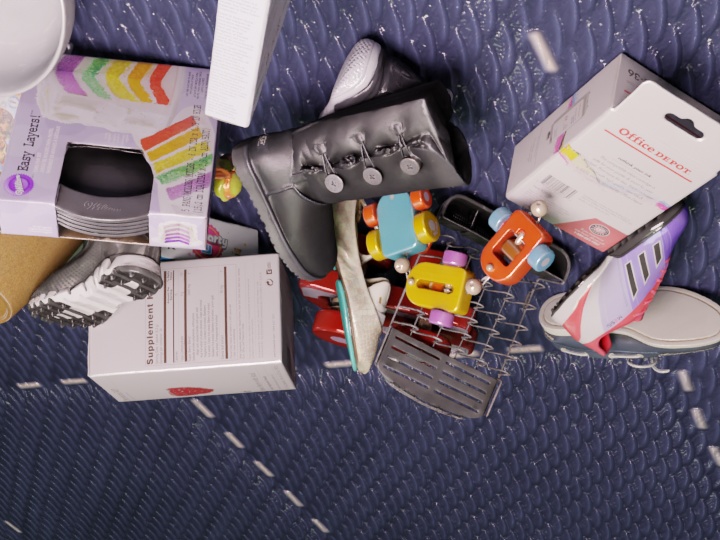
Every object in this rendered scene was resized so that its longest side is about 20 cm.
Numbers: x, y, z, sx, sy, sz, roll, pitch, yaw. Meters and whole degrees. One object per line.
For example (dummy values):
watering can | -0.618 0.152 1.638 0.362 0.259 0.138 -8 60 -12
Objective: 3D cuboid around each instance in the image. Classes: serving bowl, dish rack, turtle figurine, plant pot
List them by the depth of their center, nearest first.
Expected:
serving bowl | -0.332 -0.256 1.045 0.198 0.066 0.201 10 126 14
turtle figurine | -0.178 -0.098 1.162 0.160 0.200 0.065 20 121 24
dish rack | 0.107 0.043 1.199 0.153 0.201 0.055 26 171 -16
plant pot | -0.368 -0.051 1.247 0.185 0.201 0.187 11 146 7

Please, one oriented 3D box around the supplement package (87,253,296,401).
supplement package | -0.174 0.063 1.259 0.198 0.121 0.121 -4 162 3

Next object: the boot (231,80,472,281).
boot | 0.008 -0.073 1.062 0.199 0.066 0.165 -14 130 23

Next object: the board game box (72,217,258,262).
board game box | -0.230 -0.005 1.337 0.147 0.065 0.199 15 153 -40

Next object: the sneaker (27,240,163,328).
sneaker | -0.254 -0.003 1.168 0.066 0.091 0.199 28 146 -36

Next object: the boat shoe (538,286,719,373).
boat shoe | 0.286 0.064 1.249 0.199 0.075 0.062 -3 140 28

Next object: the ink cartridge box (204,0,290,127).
ink cartridge box | -0.063 -0.240 0.861 0.043 0.197 0.200 15 145 -2

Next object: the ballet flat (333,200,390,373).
ballet flat | 0.000 0.000 1.192 0.062 0.202 0.067 -13 176 -2

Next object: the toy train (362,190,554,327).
toy train | 0.092 -0.032 1.111 0.055 0.200 0.151 19 110 -52

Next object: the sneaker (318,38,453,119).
sneaker | 0.014 -0.117 1.106 0.113 0.076 0.200 23 142 -6

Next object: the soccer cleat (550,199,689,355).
soccer cleat | 0.264 0.007 1.158 0.073 0.068 0.200 44 135 7

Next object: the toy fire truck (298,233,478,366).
toy fire truck | 0.032 0.045 1.311 0.198 0.113 0.168 13 164 6

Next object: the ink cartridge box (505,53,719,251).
ink cartridge box | 0.231 -0.107 1.041 0.116 0.068 0.200 27 145 -16

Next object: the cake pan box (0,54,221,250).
cake pan box | -0.221 -0.107 1.078 0.182 0.201 0.053 5 141 -4

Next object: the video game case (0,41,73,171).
video game case | -0.393 -0.189 1.148 0.199 0.018 0.144 22 104 -8
